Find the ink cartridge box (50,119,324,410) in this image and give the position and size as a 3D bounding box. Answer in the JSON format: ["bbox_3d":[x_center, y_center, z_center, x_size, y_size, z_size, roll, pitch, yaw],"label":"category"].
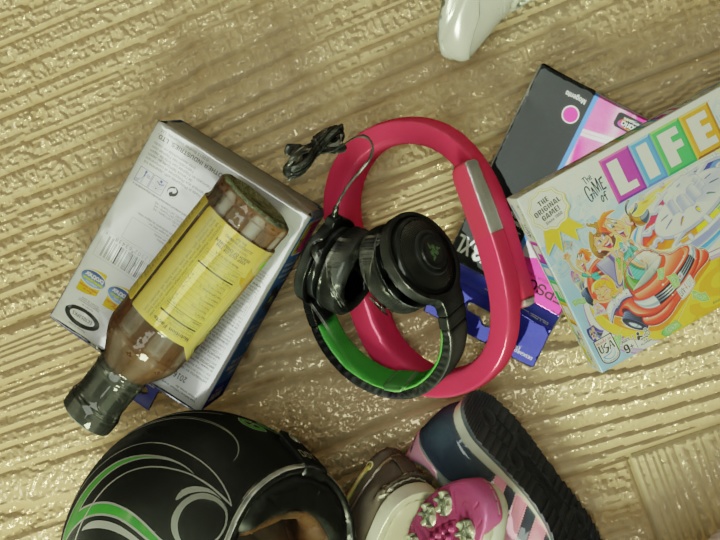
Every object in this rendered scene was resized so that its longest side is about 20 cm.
[{"bbox_3d":[-0.134,0.008,1.102,0.136,0.076,0.201,32,97,6],"label":"ink cartridge box"}]

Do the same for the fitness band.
[{"bbox_3d":[0.046,-0.010,1.065,0.143,0.037,0.202,-17,90,38],"label":"fitness band"}]

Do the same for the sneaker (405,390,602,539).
[{"bbox_3d":[0.112,0.185,1.090,0.082,0.070,0.201,-33,91,35],"label":"sneaker"}]

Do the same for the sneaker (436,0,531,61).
[{"bbox_3d":[0.129,-0.224,1.041,0.099,0.078,0.201,33,100,2],"label":"sneaker"}]

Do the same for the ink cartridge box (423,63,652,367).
[{"bbox_3d":[0.127,-0.037,1.077,0.094,0.037,0.202,27,100,7],"label":"ink cartridge box"}]

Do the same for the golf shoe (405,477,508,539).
[{"bbox_3d":[0.075,0.216,1.053,0.091,0.076,0.201,-6,135,-27],"label":"golf shoe"}]

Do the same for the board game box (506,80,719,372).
[{"bbox_3d":[0.219,-0.037,1.030,0.198,0.034,0.136,-29,96,-3],"label":"board game box"}]

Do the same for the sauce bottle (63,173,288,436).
[{"bbox_3d":[-0.132,0.027,1.035,0.065,0.065,0.200,41,101,4],"label":"sauce bottle"}]

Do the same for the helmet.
[{"bbox_3d":[-0.117,0.199,1.047,0.189,0.199,0.203,5,96,41],"label":"helmet"}]

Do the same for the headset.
[{"bbox_3d":[0.000,0.000,1.020,0.122,0.094,0.202,-1,112,36],"label":"headset"}]

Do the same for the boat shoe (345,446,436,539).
[{"bbox_3d":[-0.005,0.223,1.102,0.060,0.071,0.202,52,125,44],"label":"boat shoe"}]

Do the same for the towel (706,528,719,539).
[{"bbox_3d":[0.244,0.289,1.056,0.199,0.032,0.192,-36,109,11],"label":"towel"}]
